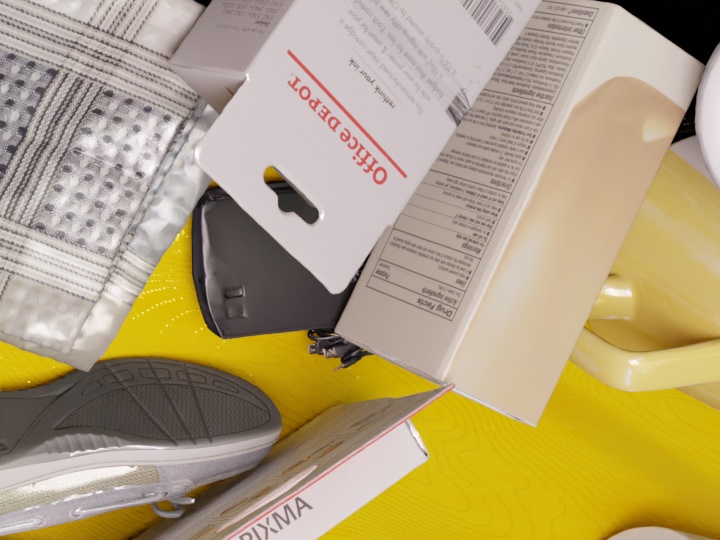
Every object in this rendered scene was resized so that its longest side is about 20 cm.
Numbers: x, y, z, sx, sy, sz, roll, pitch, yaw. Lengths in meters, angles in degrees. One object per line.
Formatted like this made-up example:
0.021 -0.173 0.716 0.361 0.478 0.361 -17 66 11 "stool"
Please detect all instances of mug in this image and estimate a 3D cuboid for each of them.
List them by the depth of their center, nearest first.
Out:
0.211 0.031 1.047 0.187 0.153 0.149 -38 127 -7 "mug"

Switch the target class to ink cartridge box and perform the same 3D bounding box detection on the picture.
-0.006 -0.103 0.879 0.116 0.068 0.200 45 72 -36 "ink cartridge box"
-0.052 0.127 0.915 0.200 0.174 0.044 -32 95 -22 "ink cartridge box"

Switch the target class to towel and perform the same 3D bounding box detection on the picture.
-0.157 -0.058 0.872 0.200 0.035 0.193 22 102 -36 "towel"

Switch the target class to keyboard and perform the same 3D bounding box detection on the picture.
0.000 0.000 0.997 0.200 0.040 0.104 -5 97 -28 "keyboard"

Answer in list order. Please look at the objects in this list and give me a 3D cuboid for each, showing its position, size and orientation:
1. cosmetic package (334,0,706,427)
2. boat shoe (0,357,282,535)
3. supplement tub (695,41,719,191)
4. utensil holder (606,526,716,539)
0.078 -0.034 0.946 0.071 0.105 0.200 27 88 -34 "cosmetic package"
-0.138 0.094 0.941 0.202 0.074 0.065 -10 130 -25 "boat shoe"
0.240 -0.090 0.965 0.122 0.200 0.123 3 103 14 "supplement tub"
0.236 0.255 1.170 0.200 0.170 0.170 20 104 -32 "utensil holder"
